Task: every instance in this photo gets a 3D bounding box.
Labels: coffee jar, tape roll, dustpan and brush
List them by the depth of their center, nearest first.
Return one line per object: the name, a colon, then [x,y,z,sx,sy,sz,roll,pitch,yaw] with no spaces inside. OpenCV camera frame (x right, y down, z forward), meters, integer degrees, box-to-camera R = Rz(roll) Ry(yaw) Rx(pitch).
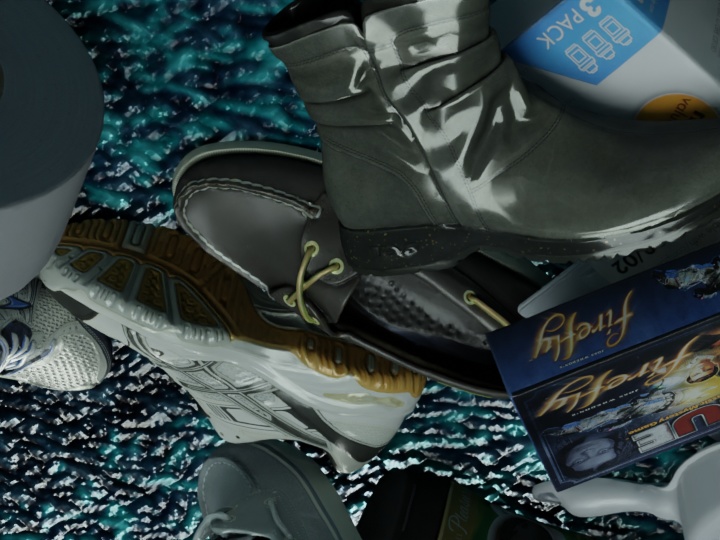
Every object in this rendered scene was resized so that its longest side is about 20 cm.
tape roll: [-0.218,-0.071,1.210,0.200,0.201,0.066,22,128,-4]
dustpan and brush: [0.181,0.121,1.352,0.199,0.057,0.140,-6,140,16]
coffee jar: [0.087,0.175,1.382,0.199,0.104,0.085,20,125,-1]

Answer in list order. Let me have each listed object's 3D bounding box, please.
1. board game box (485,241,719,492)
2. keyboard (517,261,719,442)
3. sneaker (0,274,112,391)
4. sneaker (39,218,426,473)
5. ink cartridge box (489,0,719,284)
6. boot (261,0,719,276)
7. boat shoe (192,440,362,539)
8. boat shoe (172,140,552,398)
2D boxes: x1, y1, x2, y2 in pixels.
board game box: [0.165,0.030,1.219,0.199,0.035,0.136,-22,154,4]
keyboard: [0.166,0.052,1.307,0.200,0.011,0.056,33,133,-26]
sneaker: [-0.196,0.030,1.318,0.077,0.085,0.200,-38,139,24]
sneaker: [-0.071,0.045,1.340,0.199,0.076,0.088,22,128,-3]
ink cartridge box: [0.142,-0.053,1.220,0.200,0.068,0.115,40,126,-17]
boot: [0.062,-0.071,1.146,0.199,0.068,0.131,-8,118,19]
boat shoe: [-0.045,0.141,1.334,0.071,0.201,0.070,8,114,-32]
boat shoe: [0.000,0.000,1.299,0.201,0.061,0.072,22,127,-4]
